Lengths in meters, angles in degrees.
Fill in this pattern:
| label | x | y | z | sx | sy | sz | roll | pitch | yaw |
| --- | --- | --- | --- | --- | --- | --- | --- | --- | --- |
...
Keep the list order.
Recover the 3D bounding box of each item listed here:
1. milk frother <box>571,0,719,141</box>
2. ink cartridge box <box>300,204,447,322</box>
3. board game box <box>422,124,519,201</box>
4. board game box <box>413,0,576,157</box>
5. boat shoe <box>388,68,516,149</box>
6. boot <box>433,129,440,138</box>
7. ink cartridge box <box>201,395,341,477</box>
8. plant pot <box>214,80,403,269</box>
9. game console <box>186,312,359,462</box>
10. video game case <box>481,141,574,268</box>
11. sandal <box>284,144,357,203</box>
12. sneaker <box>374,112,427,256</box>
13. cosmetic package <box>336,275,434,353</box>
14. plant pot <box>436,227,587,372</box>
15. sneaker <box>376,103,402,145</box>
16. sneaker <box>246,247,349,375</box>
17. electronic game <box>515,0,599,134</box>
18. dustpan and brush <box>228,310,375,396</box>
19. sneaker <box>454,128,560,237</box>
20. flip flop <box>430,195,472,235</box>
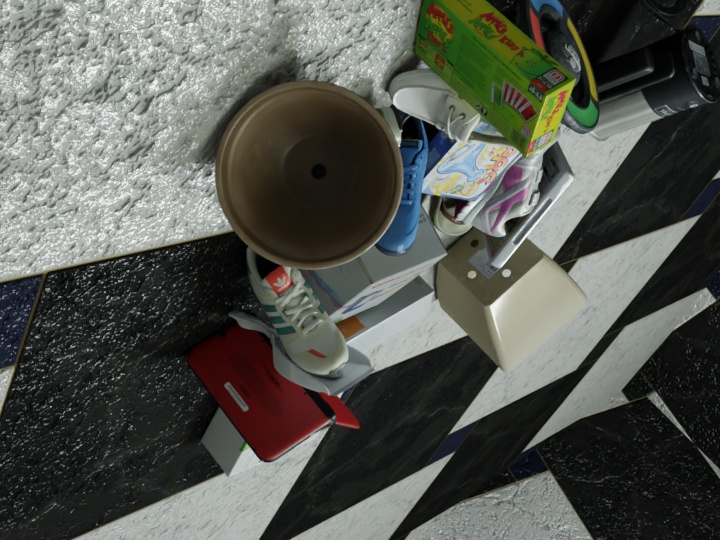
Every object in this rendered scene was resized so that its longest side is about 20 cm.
| label | x | y | z | sx | sy | sz | roll | pitch | yaw |
| --- | --- | --- | --- | --- | --- | --- | --- | --- | --- |
| milk frother | 0.407 | -0.325 | 1.510 | 0.188 | 0.200 | 0.180 | -17 | 149 | 41 |
| ink cartridge box | 0.000 | 0.000 | 1.390 | 0.145 | 0.088 | 0.200 | -22 | 168 | -38 |
| board game box | 0.166 | -0.176 | 1.350 | 0.135 | 0.034 | 0.200 | 4 | 138 | -45 |
| board game box | 0.147 | -0.233 | 1.151 | 0.048 | 0.200 | 0.102 | -31 | 154 | -25 |
| boat shoe | 0.129 | -0.188 | 1.227 | 0.071 | 0.200 | 0.069 | 102 | 1 | -57 |
| boot | 0.185 | -0.211 | 1.430 | 0.200 | 0.074 | 0.096 | -13 | 150 | -35 |
| ink cartridge box | -0.138 | 0.230 | 1.644 | 0.200 | 0.084 | 0.146 | -17 | 146 | -45 |
| plant pot | -0.051 | -0.107 | 1.111 | 0.201 | 0.201 | 0.093 | -47 | -177 | 11 |
| game console | -0.120 | 0.170 | 1.423 | 0.172 | 0.200 | 0.119 | -32 | 154 | -22 |
| video game case | 0.249 | -0.120 | 1.570 | 0.182 | 0.024 | 0.200 | -54 | -162 | 24 |
| sandal | -0.066 | -0.119 | 1.189 | 0.200 | 0.075 | 0.048 | -37 | 168 | 10 |
| sneaker | 0.048 | -0.113 | 1.263 | 0.078 | 0.066 | 0.200 | 103 | -3 | -57 |
| cosmetic package | 0.004 | 0.061 | 1.556 | 0.200 | 0.101 | 0.071 | -29 | 153 | -30 |
| plant pot | 0.247 | 0.018 | 1.770 | 0.200 | 0.200 | 0.177 | -41 | 146 | -4 |
| sneaker | -0.026 | -0.131 | 1.256 | 0.088 | 0.077 | 0.200 | 11 | 132 | -23 |
| sneaker | -0.088 | 0.045 | 1.271 | 0.070 | 0.200 | 0.093 | -33 | 150 | -5 |
| electronic game | 0.254 | -0.268 | 1.288 | 0.042 | 0.200 | 0.200 | -19 | 170 | 31 |
| dustpan and brush | -0.092 | 0.100 | 1.356 | 0.140 | 0.200 | 0.057 | -23 | 123 | -63 |
| sneaker | 0.226 | -0.130 | 1.467 | 0.200 | 0.088 | 0.081 | -49 | -169 | 26 |
| flip flop | 0.155 | -0.105 | 1.561 | 0.081 | 0.058 | 0.200 | -36 | 156 | -14 |
